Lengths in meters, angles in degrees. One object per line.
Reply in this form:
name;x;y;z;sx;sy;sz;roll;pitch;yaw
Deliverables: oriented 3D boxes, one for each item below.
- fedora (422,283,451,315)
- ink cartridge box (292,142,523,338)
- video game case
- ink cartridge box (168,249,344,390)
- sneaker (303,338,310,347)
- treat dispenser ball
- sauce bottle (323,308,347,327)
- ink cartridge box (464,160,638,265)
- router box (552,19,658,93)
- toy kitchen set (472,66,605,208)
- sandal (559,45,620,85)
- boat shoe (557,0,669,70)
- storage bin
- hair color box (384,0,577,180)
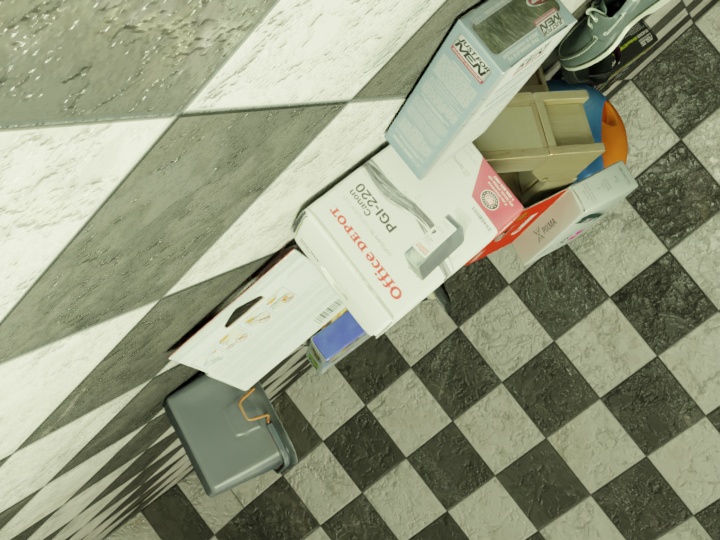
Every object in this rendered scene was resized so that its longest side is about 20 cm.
fedora;0.041;-0.009;1.178;0.090;0.203;0.201;-28;176;6
ink cartridge box;0.049;-0.051;0.974;0.199;0.146;0.085;-39;176;-19
video game case;0.007;0.077;1.457;0.199;0.046;0.181;-37;174;-13
ink cartridge box;-0.118;0.052;1.119;0.199;0.044;0.173;-40;148;9
sneaker;-0.080;0.069;1.494;0.088;0.076;0.200;-46;174;7
treat dispenser ball;0.290;-0.176;1.370;0.200;0.202;0.201;-39;175;-4
sauce bottle;0.000;0.000;1.329;0.199;0.066;0.066;-40;175;-20
ink cartridge box;0.245;-0.057;1.225;0.171;0.044;0.200;-27;169;-21
router box;0.385;-0.327;1.558;0.199;0.062;0.150;-37;175;-32
toy kitchen set;0.159;-0.170;1.148;0.177;0.166;0.200;-7;162;-21
sandal;0.334;-0.298;1.313;0.047;0.077;0.200;-7;-166;33
boat shoe;0.308;-0.325;1.153;0.061;0.074;0.199;18;144;-31
storage bin;-0.200;0.235;1.398;0.133;0.202;0.146;-27;171;-22
hair color box;0.101;-0.170;0.845;0.099;0.061;0.200;-38;175;-26
